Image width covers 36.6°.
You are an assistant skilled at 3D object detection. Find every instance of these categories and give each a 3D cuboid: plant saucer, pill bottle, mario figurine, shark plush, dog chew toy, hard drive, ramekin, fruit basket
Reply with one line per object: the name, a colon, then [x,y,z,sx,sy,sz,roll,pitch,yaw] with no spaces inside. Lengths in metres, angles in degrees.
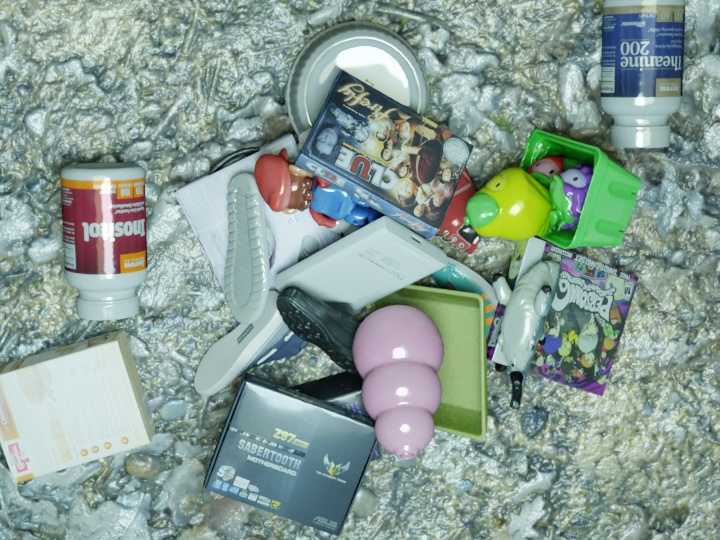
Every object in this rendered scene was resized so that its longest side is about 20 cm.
plant saucer: [0.105,0.118,1.523,0.048,0.198,0.203,-13,105,-47]
pill bottle: [0.384,-0.272,1.486,0.109,0.111,0.203,-2,100,-4]
pill bottle: [-0.344,-0.041,1.469,0.111,0.113,0.203,-1,101,-4]
mario figurine: [-0.042,-0.116,1.434,0.197,0.106,0.125,16,93,-4]
shark plush: [0.236,0.088,1.470,0.090,0.083,0.203,-1,89,39]
dog chew toy: [0.052,0.149,1.428,0.123,0.125,0.202,0,58,-4]
hard drive: [0.000,0.000,1.466,0.199,0.027,0.131,-28,141,33]
ramekin: [0.000,-0.234,1.466,0.197,0.105,0.203,-1,101,-5]
fruit basket: [0.241,-0.106,1.459,0.213,0.216,0.157,17,99,-7]

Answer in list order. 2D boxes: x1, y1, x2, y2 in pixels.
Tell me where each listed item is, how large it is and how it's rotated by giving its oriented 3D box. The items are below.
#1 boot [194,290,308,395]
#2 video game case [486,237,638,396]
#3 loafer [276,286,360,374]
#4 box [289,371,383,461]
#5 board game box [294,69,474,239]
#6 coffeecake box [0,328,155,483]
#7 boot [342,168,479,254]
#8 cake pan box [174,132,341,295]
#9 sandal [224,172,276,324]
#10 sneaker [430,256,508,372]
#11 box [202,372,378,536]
boot: [-0.143,0.117,1.536,0.090,0.073,0.200,28,120,-38]
video game case: [0.285,0.065,1.540,0.198,0.036,0.184,19,88,-23]
loafer: [-0.041,0.073,1.492,0.200,0.068,0.071,41,58,-39]
box: [-0.078,0.225,1.533,0.197,0.122,0.107,-16,100,-2]
board game box: [0.032,-0.147,1.382,0.198,0.035,0.137,28,67,-9]
coffeecake box: [-0.407,0.189,1.525,0.197,0.073,0.155,-16,101,-2]
boot: [0.085,-0.058,1.524,0.199,0.072,0.145,-34,103,-1]
cake pan box: [-0.137,-0.070,1.513,0.183,0.052,0.202,-27,101,-1]
sandal: [-0.141,-0.029,1.467,0.049,0.082,0.206,-8,103,-47]
sneaker: [0.159,0.062,1.542,0.200,0.071,0.080,42,78,-12]
box: [-0.091,0.244,1.447,0.198,0.051,0.159,21,96,-8]
